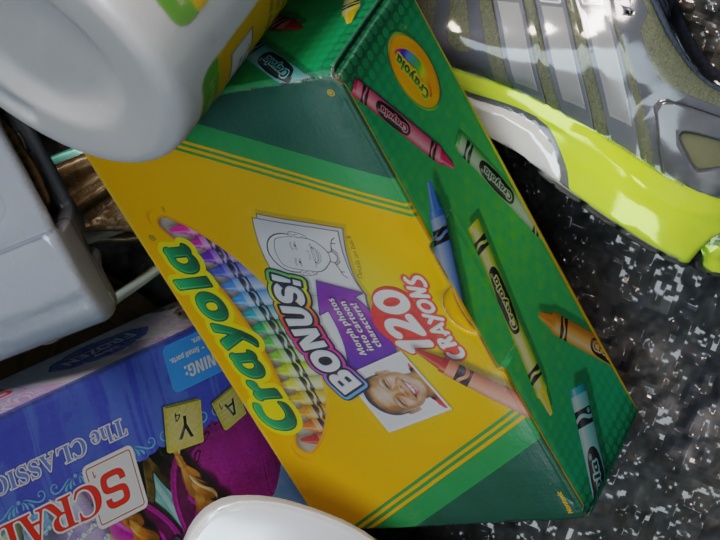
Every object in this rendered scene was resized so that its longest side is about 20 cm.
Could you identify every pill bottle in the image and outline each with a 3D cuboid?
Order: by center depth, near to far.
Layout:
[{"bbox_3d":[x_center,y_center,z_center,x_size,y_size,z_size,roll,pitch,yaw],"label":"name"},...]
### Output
[{"bbox_3d":[-0.051,-0.142,0.891,0.111,0.200,0.111,27,153,15],"label":"pill bottle"}]

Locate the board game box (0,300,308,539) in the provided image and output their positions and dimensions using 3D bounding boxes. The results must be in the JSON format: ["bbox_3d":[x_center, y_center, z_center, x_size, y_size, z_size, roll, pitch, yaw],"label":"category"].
[{"bbox_3d":[-0.087,0.129,1.009,0.041,0.199,0.201,6,115,51],"label":"board game box"}]

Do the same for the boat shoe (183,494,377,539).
[{"bbox_3d":[0.017,0.141,1.026,0.199,0.068,0.072,29,96,-15],"label":"boat shoe"}]

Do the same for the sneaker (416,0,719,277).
[{"bbox_3d":[0.065,-0.083,0.958,0.199,0.074,0.081,31,106,-1],"label":"sneaker"}]

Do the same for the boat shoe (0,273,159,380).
[{"bbox_3d":[-0.167,0.033,1.074,0.199,0.072,0.072,4,153,3],"label":"boat shoe"}]

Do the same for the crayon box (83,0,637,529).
[{"bbox_3d":[0.000,0.000,0.959,0.118,0.058,0.200,-7,127,37],"label":"crayon box"}]

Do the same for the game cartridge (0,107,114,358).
[{"bbox_3d":[-0.185,-0.047,0.939,0.133,0.042,0.201,-23,112,11],"label":"game cartridge"}]

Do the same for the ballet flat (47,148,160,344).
[{"bbox_3d":[-0.137,-0.005,1.019,0.199,0.068,0.073,-14,88,-2],"label":"ballet flat"}]
